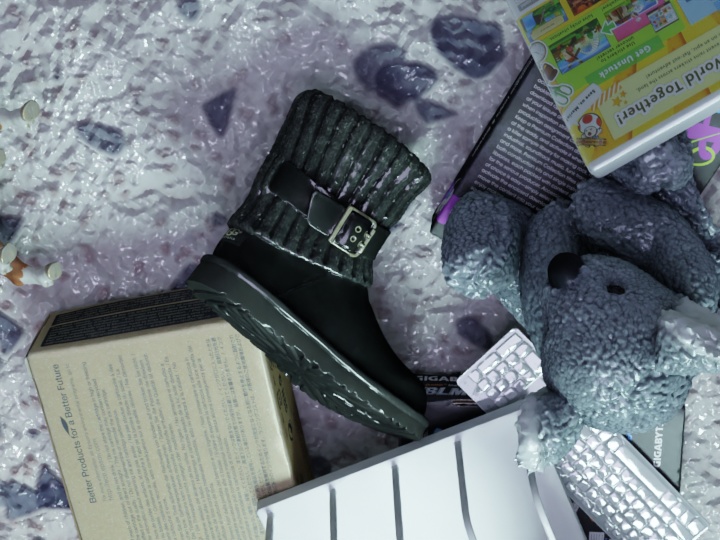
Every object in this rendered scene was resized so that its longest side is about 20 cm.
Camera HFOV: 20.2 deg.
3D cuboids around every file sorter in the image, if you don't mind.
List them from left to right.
[{"bbox_3d":[0.048,0.204,1.329,0.199,0.125,0.140,-22,112,7],"label":"file sorter"}]

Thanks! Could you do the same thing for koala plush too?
[{"bbox_3d":[0.159,0.034,1.238,0.176,0.200,0.184,-29,110,15],"label":"koala plush"}]

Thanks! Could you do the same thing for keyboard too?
[{"bbox_3d":[0.152,0.124,1.368,0.056,0.011,0.200,-41,103,18],"label":"keyboard"}]

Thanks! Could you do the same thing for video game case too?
[{"bbox_3d":[0.189,-0.182,1.220,0.199,0.023,0.183,-29,71,16],"label":"video game case"}]

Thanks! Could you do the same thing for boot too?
[{"bbox_3d":[0.001,0.000,1.320,0.211,0.079,0.158,43,72,-30],"label":"boot"}]

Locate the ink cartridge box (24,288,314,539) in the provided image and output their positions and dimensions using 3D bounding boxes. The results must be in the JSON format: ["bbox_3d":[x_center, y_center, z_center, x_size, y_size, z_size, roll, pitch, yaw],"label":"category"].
[{"bbox_3d":[-0.125,0.118,1.401,0.163,0.075,0.202,-9,113,8],"label":"ink cartridge box"}]

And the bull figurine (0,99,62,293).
[{"bbox_3d":[-0.266,-0.069,1.327,0.121,0.065,0.201,16,127,34],"label":"bull figurine"}]

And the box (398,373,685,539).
[{"bbox_3d":[0.124,0.173,1.420,0.197,0.050,0.202,2,112,6],"label":"box"}]

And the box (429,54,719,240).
[{"bbox_3d":[0.155,-0.076,1.318,0.142,0.036,0.201,28,114,-9],"label":"box"}]
